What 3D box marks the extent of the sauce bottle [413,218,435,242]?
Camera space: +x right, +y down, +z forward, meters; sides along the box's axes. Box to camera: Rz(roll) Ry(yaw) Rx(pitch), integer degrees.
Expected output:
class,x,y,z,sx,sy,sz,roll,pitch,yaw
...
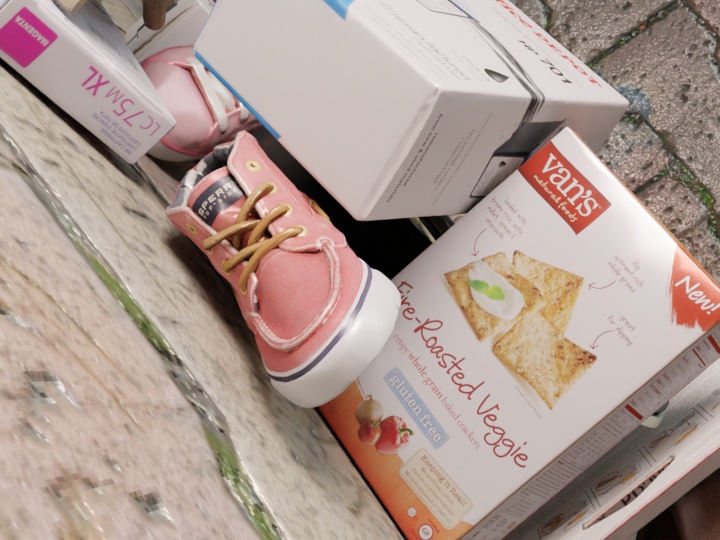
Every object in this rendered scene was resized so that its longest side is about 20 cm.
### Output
class,x,y,z,sx,sy,sz,roll,pitch,yaw
sauce bottle,0.014,-0.056,0.974,0.200,0.066,0.066,63,8,12

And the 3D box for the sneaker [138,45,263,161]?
class,x,y,z,sx,sy,sz,roll,pitch,yaw
sneaker,-0.065,-0.132,0.831,0.200,0.105,0.075,-25,90,-57

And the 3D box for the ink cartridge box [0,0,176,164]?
class,x,y,z,sx,sy,sz,roll,pitch,yaw
ink cartridge box,-0.181,-0.152,0.701,0.119,0.042,0.200,43,11,-45

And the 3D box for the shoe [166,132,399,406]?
class,x,y,z,sx,sy,sz,roll,pitch,yaw
shoe,-0.046,-0.006,0.610,0.091,0.071,0.200,43,5,-17

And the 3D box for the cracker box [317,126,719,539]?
class,x,y,z,sx,sy,sz,roll,pitch,yaw
cracker box,0.080,0.042,0.659,0.134,0.200,0.058,52,8,28

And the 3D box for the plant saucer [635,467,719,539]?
class,x,y,z,sx,sy,sz,roll,pitch,yaw
plant saucer,0.182,0.208,0.721,0.032,0.201,0.200,6,5,1

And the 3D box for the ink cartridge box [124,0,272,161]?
class,x,y,z,sx,sy,sz,roll,pitch,yaw
ink cartridge box,-0.116,-0.151,1.019,0.147,0.083,0.200,48,6,-20

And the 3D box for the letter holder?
class,x,y,z,sx,sy,sz,roll,pitch,yaw
letter holder,0.000,0.000,0.863,0.200,0.101,0.142,51,3,2

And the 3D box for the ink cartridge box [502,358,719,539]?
class,x,y,z,sx,sy,sz,roll,pitch,yaw
ink cartridge box,0.149,0.121,0.700,0.045,0.200,0.176,50,5,-5

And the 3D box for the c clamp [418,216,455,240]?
class,x,y,z,sx,sy,sz,roll,pitch,yaw
c clamp,0.038,-0.053,0.834,0.171,0.027,0.200,50,3,-13

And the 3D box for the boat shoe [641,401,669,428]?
class,x,y,z,sx,sy,sz,roll,pitch,yaw
boat shoe,0.127,0.011,0.734,0.073,0.062,0.200,22,24,-31

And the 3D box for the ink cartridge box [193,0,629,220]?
class,x,y,z,sx,sy,sz,roll,pitch,yaw
ink cartridge box,0.033,-0.105,0.693,0.146,0.086,0.200,46,31,25

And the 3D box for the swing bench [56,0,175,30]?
class,x,y,z,sx,sy,sz,roll,pitch,yaw
swing bench,-0.158,-0.252,0.700,0.199,0.130,0.200,49,7,-3
